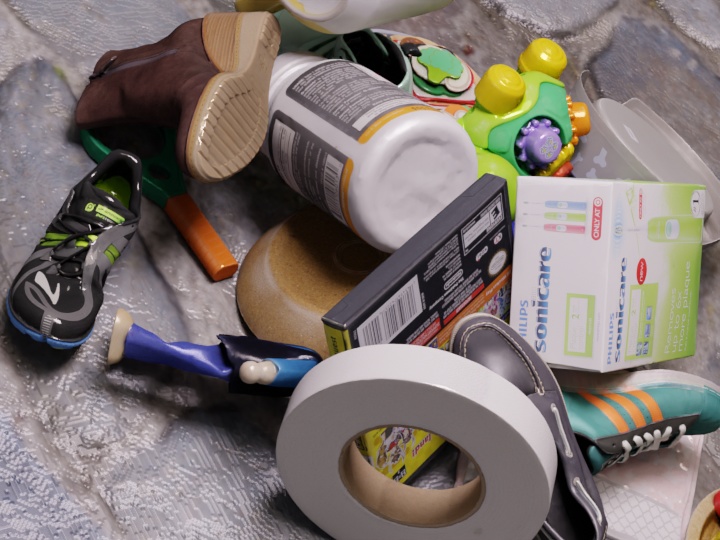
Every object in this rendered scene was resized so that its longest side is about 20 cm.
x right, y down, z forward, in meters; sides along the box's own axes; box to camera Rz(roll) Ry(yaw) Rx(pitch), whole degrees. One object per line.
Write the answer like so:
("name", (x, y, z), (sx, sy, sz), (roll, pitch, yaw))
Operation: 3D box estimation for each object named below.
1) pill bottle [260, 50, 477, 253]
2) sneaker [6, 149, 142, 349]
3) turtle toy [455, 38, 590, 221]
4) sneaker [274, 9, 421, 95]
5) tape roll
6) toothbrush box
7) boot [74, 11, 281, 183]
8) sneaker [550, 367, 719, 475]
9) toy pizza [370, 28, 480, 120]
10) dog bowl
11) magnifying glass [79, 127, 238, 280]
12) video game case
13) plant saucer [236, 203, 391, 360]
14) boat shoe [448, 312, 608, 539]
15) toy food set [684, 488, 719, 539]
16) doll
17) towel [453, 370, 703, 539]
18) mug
("pill bottle", (-0.005, -0.100, 1.531), (0.116, 0.117, 0.200), (-7, 27, -31))
("sneaker", (-0.213, -0.020, 1.469), (0.071, 0.083, 0.200), (22, 44, -4))
("turtle toy", (0.121, -0.098, 1.624), (0.101, 0.146, 0.200), (43, 39, 9))
("sneaker", (-0.013, -0.194, 1.674), (0.074, 0.118, 0.200), (-34, 60, -17))
("tape roll", (0.040, 0.135, 1.371), (0.202, 0.203, 0.037), (23, 44, -6))
("toothbrush box", (0.199, 0.000, 1.544), (0.086, 0.146, 0.200), (5, 3, 31))
("boot", (-0.155, -0.126, 1.542), (0.072, 0.166, 0.200), (59, 32, -34))
("sneaker", (0.196, 0.125, 1.510), (0.199, 0.071, 0.080), (2, 59, -14))
("toy pizza", (0.047, -0.154, 1.757), (0.200, 0.032, 0.201), (14, 46, -15))
("dog bowl", (0.250, -0.089, 1.732), (0.200, 0.059, 0.200), (37, 21, -17))
("magnifying glass", (-0.163, -0.071, 1.589), (0.079, 0.022, 0.200), (-18, 59, -37))
("video game case", (0.054, 0.053, 1.455), (0.025, 0.181, 0.200), (20, 46, 35))
("plant saucer", (0.000, 0.000, 1.544), (0.200, 0.036, 0.201), (0, 43, 0))
("boat shoe", (0.128, 0.122, 1.426), (0.073, 0.063, 0.200), (-25, 89, -4))
("toy food set", (0.339, 0.252, 1.510), (0.200, 0.049, 0.198), (38, 43, -1))
("doll", (-0.086, 0.068, 1.435), (0.199, 0.136, 0.049), (11, 88, -5))
("towel", (0.180, 0.141, 1.558), (0.200, 0.032, 0.191), (24, 44, -7))
("mug", (-0.007, -0.249, 1.581), (0.149, 0.187, 0.153), (37, 38, 14))
